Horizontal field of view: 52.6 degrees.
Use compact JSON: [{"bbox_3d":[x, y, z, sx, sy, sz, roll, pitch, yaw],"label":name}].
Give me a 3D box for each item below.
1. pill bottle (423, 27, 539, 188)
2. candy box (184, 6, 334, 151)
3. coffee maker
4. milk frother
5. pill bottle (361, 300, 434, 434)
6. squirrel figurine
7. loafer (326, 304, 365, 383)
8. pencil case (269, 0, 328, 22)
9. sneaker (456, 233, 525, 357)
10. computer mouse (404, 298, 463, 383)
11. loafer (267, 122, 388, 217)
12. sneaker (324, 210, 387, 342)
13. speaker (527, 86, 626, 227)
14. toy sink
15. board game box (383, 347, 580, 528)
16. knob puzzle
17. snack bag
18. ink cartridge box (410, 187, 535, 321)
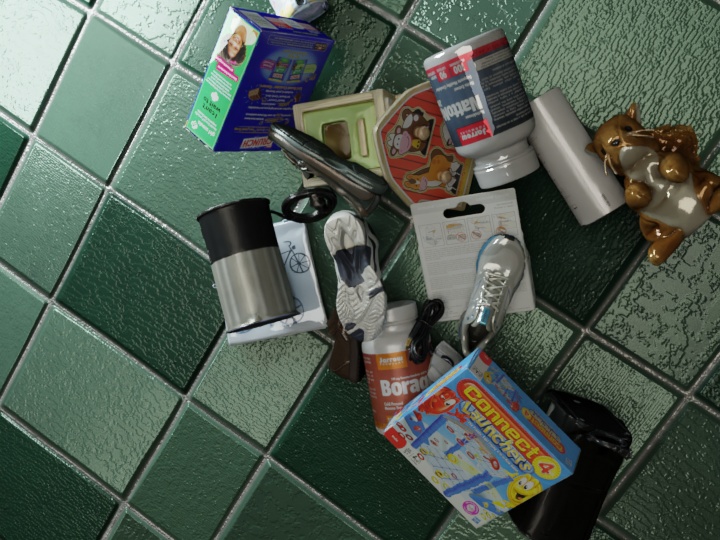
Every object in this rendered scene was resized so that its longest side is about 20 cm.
[{"bbox_3d":[0.178,-0.224,1.029,0.120,0.120,0.200,-20,101,15],"label":"pill bottle"},{"bbox_3d":[-0.152,-0.283,1.109,0.077,0.169,0.200,41,119,23],"label":"candy box"},{"bbox_3d":[0.302,0.302,1.075,0.135,0.192,0.200,21,100,15],"label":"coffee maker"},{"bbox_3d":[-0.125,-0.020,1.134,0.200,0.180,0.188,-17,86,20],"label":"milk frother"},{"bbox_3d":[0.063,0.153,1.159,0.112,0.112,0.200,-9,94,15],"label":"pill bottle"},{"bbox_3d":[0.405,-0.138,1.008,0.187,0.200,0.142,45,124,9],"label":"squirrel figurine"},{"bbox_3d":[-0.025,0.084,1.193,0.071,0.073,0.200,6,95,16],"label":"loafer"},{"bbox_3d":[-0.131,-0.480,1.146,0.083,0.091,0.200,-29,88,16],"label":"pencil case"},{"bbox_3d":[0.193,0.045,1.074,0.075,0.087,0.200,15,114,7],"label":"sneaker"},{"bbox_3d":[0.138,0.148,1.128,0.044,0.110,0.200,-8,128,37],"label":"computer mouse"},{"bbox_3d":[-0.058,-0.147,1.069,0.200,0.072,0.063,31,112,11],"label":"loafer"},{"bbox_3d":[0.000,0.000,1.119,0.079,0.130,0.199,-17,100,14],"label":"sneaker"},{"bbox_3d":[0.309,-0.168,1.076,0.081,0.081,0.200,-33,87,15],"label":"speaker"},{"bbox_3d":[0.010,-0.205,1.131,0.200,0.112,0.130,-6,95,15],"label":"toy sink"},{"bbox_3d":[0.166,0.241,1.028,0.200,0.056,0.196,45,127,2],"label":"board game box"},{"bbox_3d":[0.106,-0.186,1.080,0.030,0.220,0.220,26,106,53],"label":"knob puzzle"},{"bbox_3d":[-0.162,0.018,1.248,0.188,0.021,0.200,-12,91,14],"label":"snack bag"},{"bbox_3d":[0.175,-0.024,1.120,0.162,0.057,0.200,-8,106,16],"label":"ink cartridge box"}]
